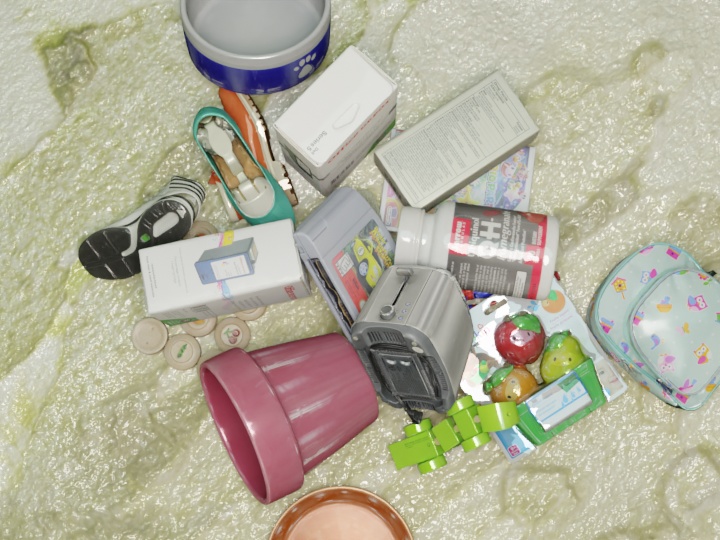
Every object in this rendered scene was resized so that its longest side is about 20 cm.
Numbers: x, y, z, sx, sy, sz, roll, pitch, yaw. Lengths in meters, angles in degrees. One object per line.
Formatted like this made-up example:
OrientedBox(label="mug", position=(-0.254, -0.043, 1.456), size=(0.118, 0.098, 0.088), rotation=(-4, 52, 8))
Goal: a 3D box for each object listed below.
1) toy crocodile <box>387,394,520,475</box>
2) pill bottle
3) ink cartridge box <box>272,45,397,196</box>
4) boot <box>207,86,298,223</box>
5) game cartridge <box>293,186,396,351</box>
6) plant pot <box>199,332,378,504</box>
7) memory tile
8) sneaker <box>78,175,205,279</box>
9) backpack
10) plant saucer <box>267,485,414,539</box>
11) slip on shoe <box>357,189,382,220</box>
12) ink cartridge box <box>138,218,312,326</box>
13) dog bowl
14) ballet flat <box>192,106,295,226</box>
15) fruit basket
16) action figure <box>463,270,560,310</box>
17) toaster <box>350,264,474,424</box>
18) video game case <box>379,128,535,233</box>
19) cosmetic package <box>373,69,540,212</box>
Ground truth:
OrientedBox(label="toy crocodile", position=(0.115, 0.210, 1.576), size=(0.200, 0.062, 0.068), rotation=(-33, 77, 36))
OrientedBox(label="pill bottle", position=(0.147, -0.028, 1.560), size=(0.200, 0.111, 0.111), rotation=(8, 83, 4))
OrientedBox(label="ink cartridge box", position=(-0.029, -0.190, 1.594), size=(0.084, 0.200, 0.146), rotation=(43, 85, 6))
OrientedBox(label="boot", position=(-0.168, -0.164, 1.660), size=(0.107, 0.075, 0.200), rotation=(-21, 84, 3))
OrientedBox(label="game cartridge", position=(0.000, 0.000, 1.569), size=(0.200, 0.041, 0.133), rotation=(61, 42, -21))
OrientedBox(label="plant pot", position=(-0.084, 0.171, 1.562), size=(0.179, 0.200, 0.200), rotation=(-24, 82, -18))
OrientedBox(label="memory tile", position=(-0.207, 0.044, 1.659), size=(0.153, 0.017, 0.200), rotation=(27, 84, 5))
OrientedBox(label="sneaker", position=(-0.283, -0.059, 1.652), size=(0.200, 0.115, 0.076), rotation=(-25, 108, 28))
OrientedBox(label="backpack", position=(0.397, 0.064, 1.581), size=(0.200, 0.153, 0.176), rotation=(40, 90, 12))
OrientedBox(label="plant saucer", position=(-0.025, 0.382, 1.603), size=(0.200, 0.032, 0.201), rotation=(0, 83, 2))
OrientedBox(label="slip on shoe", position=(0.002, -0.007, 1.644), size=(0.061, 0.074, 0.200), rotation=(-11, 90, 38))
OrientedBox(label="ink cartridge box", position=(-0.170, 0.006, 1.582), size=(0.200, 0.145, 0.088), rotation=(-10, 80, 1))
OrientedBox(label="dog bowl", position=(-0.139, -0.336, 1.643), size=(0.200, 0.079, 0.200), rotation=(0, 60, -1))
OrientedBox(label="ballet flat", position=(-0.158, -0.125, 1.595), size=(0.067, 0.070, 0.200), rotation=(-34, 91, 8))
OrientedBox(label="fruit basket", position=(0.220, 0.120, 1.595), size=(0.185, 0.094, 0.200), rotation=(-32, 90, -1))
OrientedBox(label="action figure", position=(0.164, 0.018, 1.642), size=(0.200, 0.052, 0.066), rotation=(-19, 88, 0))
OrientedBox(label="toaster", position=(0.073, 0.085, 1.519), size=(0.113, 0.200, 0.129), rotation=(3, 50, 29))
OrientedBox(label="video game case", position=(0.131, -0.111, 1.672), size=(0.200, 0.018, 0.143), rotation=(8, 82, 2))
OrientedBox(label="cosmetic package", position=(0.126, -0.166, 1.634), size=(0.200, 0.073, 0.104), rotation=(-32, 83, -3))
